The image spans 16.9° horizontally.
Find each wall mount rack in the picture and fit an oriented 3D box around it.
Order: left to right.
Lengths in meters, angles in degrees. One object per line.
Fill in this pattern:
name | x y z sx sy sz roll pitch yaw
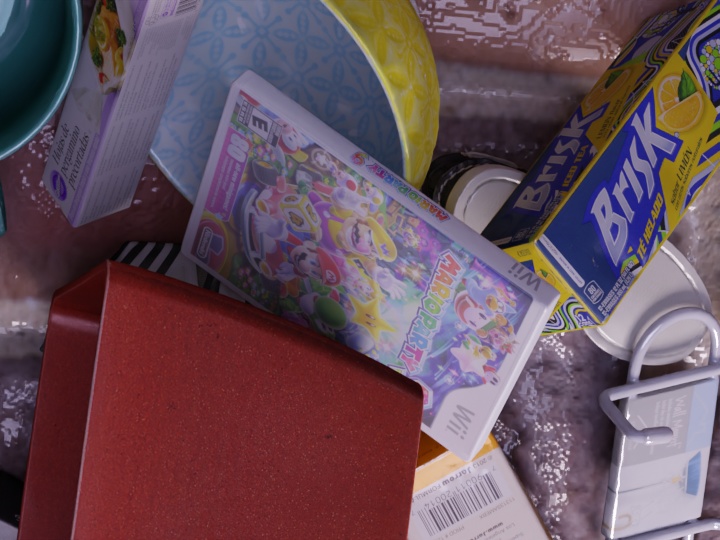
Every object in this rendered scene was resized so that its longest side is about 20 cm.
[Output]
wall mount rack | 0.216 0.119 1.424 0.172 0.075 0.201 -11 123 -23

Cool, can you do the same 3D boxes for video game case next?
video game case | 0.000 0.000 1.270 0.199 0.018 0.144 36 140 11

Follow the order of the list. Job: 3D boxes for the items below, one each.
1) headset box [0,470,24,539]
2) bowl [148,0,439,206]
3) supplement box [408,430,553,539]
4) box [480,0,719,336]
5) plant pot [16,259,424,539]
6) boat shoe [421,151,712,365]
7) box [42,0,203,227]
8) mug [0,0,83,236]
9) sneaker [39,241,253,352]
headset box | -0.199 0.217 1.403 0.148 0.075 0.201 29 101 -16
bowl | -0.029 -0.115 1.294 0.108 0.199 0.201 -44 115 -39
supplement box | 0.076 0.166 1.402 0.073 0.126 0.201 -29 110 0
box | 0.144 -0.057 1.317 0.064 0.070 0.200 47 61 -18
plant pot | -0.074 0.115 1.241 0.175 0.200 0.202 9 82 -15
boat shoe | 0.117 -0.009 1.386 0.199 0.060 0.074 25 98 -30
box | -0.124 -0.100 1.269 0.041 0.039 0.200 -22 155 -31
mug | -0.227 -0.124 1.269 0.151 0.115 0.186 21 104 -15
sneaker | -0.128 0.080 1.367 0.114 0.076 0.202 10 85 -1
